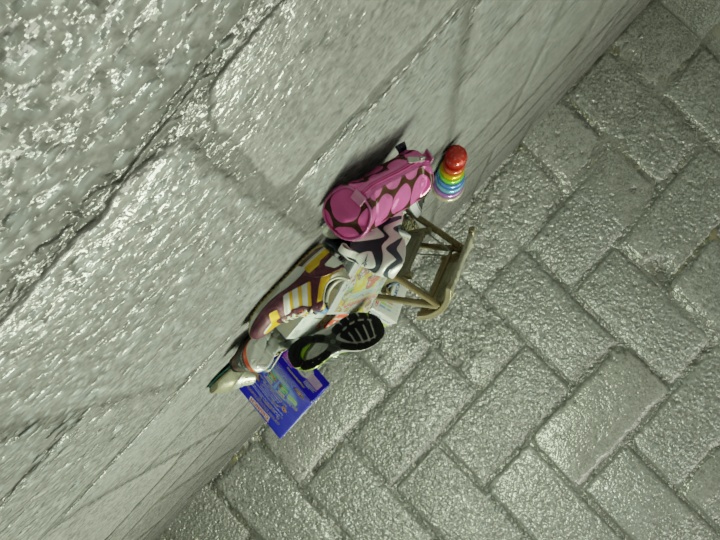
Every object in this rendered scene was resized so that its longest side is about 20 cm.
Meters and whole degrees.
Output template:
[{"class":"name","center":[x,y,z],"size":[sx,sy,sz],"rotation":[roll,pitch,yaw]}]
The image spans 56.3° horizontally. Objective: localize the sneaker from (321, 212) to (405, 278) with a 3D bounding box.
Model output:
[{"class":"sneaker","center":[-0.002,-0.083,1.074],"size":[0.080,0.127,0.203],"rotation":[128,-29,-45]}]

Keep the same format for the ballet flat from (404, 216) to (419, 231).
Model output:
[{"class":"ballet flat","center":[0.092,-0.065,1.786],"size":[0.200,0.075,0.068],"rotation":[-43,174,-28]}]

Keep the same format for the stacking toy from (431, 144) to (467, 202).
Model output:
[{"class":"stacking toy","center":[0.218,-0.234,1.599],"size":[0.085,0.085,0.200],"rotation":[-45,170,-10]}]

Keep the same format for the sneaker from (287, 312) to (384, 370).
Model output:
[{"class":"sneaker","center":[-0.048,0.136,1.288],"size":[0.196,0.076,0.081],"rotation":[-17,170,-14]}]

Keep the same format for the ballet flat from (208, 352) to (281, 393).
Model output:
[{"class":"ballet flat","center":[-0.215,0.190,1.352],"size":[0.200,0.062,0.068],"rotation":[-43,173,-32]}]

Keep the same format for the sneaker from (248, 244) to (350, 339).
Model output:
[{"class":"sneaker","center":[-0.104,0.056,1.135],"size":[0.200,0.090,0.075],"rotation":[-48,174,6]}]

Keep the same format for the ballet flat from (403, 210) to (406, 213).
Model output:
[{"class":"ballet flat","center":[0.057,-0.110,1.316],"size":[0.073,0.073,0.200],"rotation":[-45,171,-9]}]

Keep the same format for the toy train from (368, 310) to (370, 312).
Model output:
[{"class":"toy train","center":[-0.059,0.120,1.456],"size":[0.114,0.086,0.200],"rotation":[-29,-179,-21]}]

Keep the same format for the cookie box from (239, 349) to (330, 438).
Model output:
[{"class":"cookie box","center":[-0.179,0.254,1.507],"size":[0.075,0.172,0.201],"rotation":[-34,168,-43]}]

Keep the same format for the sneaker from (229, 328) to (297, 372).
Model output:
[{"class":"sneaker","center":[-0.185,0.134,1.283],"size":[0.080,0.079,0.199],"rotation":[-19,-173,27]}]

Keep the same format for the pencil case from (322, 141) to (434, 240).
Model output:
[{"class":"pencil case","center":[0.032,-0.119,0.996],"size":[0.093,0.092,0.199],"rotation":[-33,-176,44]}]

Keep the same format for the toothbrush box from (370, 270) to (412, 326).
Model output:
[{"class":"toothbrush box","center":[0.036,0.068,1.754],"size":[0.199,0.085,0.148],"rotation":[-23,-137,60]}]

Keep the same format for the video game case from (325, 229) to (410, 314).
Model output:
[{"class":"video game case","center":[0.014,0.000,1.255],"size":[0.184,0.023,0.199],"rotation":[-60,160,9]}]

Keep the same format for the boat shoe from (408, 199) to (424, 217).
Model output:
[{"class":"boat shoe","center":[0.108,-0.162,1.368],"size":[0.066,0.070,0.200],"rotation":[-44,166,3]}]

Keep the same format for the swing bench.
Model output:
[{"class":"swing bench","center":[0.127,-0.015,1.456],"size":[0.132,0.196,0.200],"rotation":[98,17,-46]}]

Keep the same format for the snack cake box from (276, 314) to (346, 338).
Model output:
[{"class":"snack cake box","center":[-0.084,0.067,1.287],"size":[0.115,0.067,0.199],"rotation":[-48,162,9]}]

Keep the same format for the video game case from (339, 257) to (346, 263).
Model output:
[{"class":"video game case","center":[-0.088,0.056,1.499],"size":[0.181,0.036,0.201],"rotation":[-44,173,-27]}]
